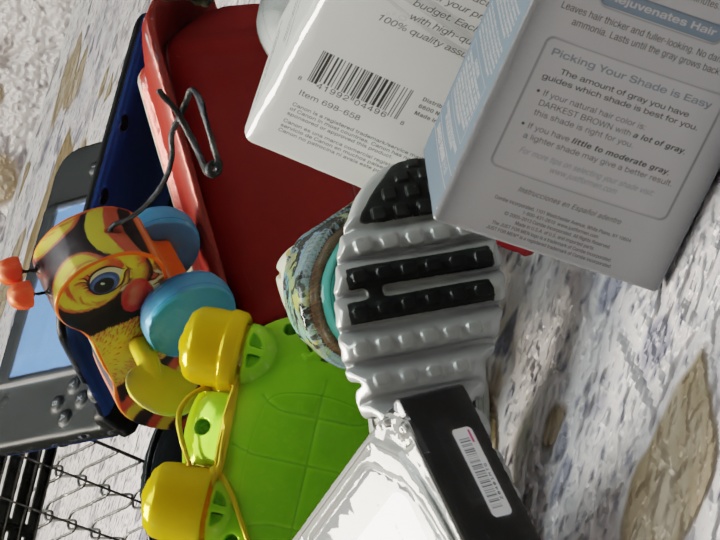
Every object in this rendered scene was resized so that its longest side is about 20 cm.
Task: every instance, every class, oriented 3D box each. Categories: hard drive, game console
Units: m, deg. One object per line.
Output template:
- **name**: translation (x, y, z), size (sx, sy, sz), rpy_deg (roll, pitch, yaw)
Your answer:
- **hard drive**: translation (0.018, 0.155, 1.133), size (0.140, 0.038, 0.200), rpy_deg (64, 147, 22)
- **game console**: translation (-0.160, -0.018, 1.549), size (0.170, 0.118, 0.201), rpy_deg (-12, 53, 40)

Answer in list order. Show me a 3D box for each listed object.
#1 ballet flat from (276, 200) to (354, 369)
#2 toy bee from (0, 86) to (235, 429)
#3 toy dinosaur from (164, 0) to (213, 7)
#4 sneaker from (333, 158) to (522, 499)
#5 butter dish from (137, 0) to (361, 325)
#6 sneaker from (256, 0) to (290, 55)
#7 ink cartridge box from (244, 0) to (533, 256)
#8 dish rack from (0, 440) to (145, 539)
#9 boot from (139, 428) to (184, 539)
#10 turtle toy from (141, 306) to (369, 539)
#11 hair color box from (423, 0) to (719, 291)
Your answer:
- **ballet flat**: translation (0.000, 0.000, 1.305), size (0.200, 0.074, 0.074), rpy_deg (-31, -32, -60)
- **toy bee**: translation (-0.123, 0.005, 1.376), size (0.131, 0.108, 0.201), rpy_deg (-133, 29, -60)
- **toy dinosaur**: translation (-0.031, -0.173, 1.341), size (0.200, 0.088, 0.047), rpy_deg (-2, 40, 42)
- **sneaker**: translation (0.028, 0.052, 1.219), size (0.081, 0.075, 0.201), rpy_deg (102, 164, -78)
- **butter dish**: translation (-0.021, -0.067, 1.485), size (0.199, 0.147, 0.201), rpy_deg (-65, -41, -78)
- **sneaker**: translation (-0.006, -0.163, 1.415), size (0.201, 0.070, 0.080), rpy_deg (-89, 23, -46)
- **ink cartridge box**: translation (0.055, -0.117, 1.210), size (0.200, 0.144, 0.084), rpy_deg (123, 166, -48)
- **dish rack**: translation (-0.160, 0.171, 1.641), size (0.054, 0.200, 0.154), rpy_deg (-20, 52, 50)
- **boot**: translation (-0.076, 0.149, 1.562), size (0.168, 0.076, 0.201), rpy_deg (135, 144, -68)
- **turtle toy**: translation (-0.026, 0.111, 1.325), size (0.101, 0.145, 0.201), rpy_deg (75, -152, -77)
- **hair color box**: translation (0.107, -0.100, 1.090), size (0.061, 0.099, 0.200), rpy_deg (-95, 26, -59)
